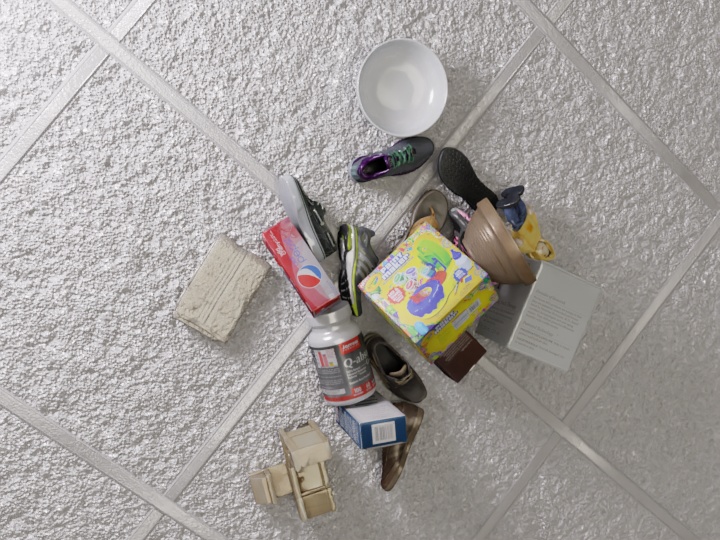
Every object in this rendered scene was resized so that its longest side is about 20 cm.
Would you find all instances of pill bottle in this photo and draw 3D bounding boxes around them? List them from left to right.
[{"bbox_3d":[-0.044,0.173,1.728,0.116,0.116,0.200,-18,102,-14],"label":"pill bottle"}]

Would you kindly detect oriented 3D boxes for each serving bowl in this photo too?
[{"bbox_3d":[0.080,-0.380,1.718,0.200,0.066,0.200,-2,97,-16],"label":"serving bowl"}]

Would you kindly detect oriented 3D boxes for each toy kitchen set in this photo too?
[{"bbox_3d":[-0.139,0.446,1.701,0.163,0.180,0.200,-15,97,-13],"label":"toy kitchen set"}]

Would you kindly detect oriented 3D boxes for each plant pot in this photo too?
[{"bbox_3d":[0.274,-0.043,1.694,0.093,0.201,0.201,-31,106,10],"label":"plant pot"}]

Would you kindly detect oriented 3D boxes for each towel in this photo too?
[{"bbox_3d":[-0.285,0.040,1.683,0.132,0.034,0.200,33,86,-19],"label":"towel"}]

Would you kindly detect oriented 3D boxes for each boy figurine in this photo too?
[{"bbox_3d":[0.370,-0.087,1.828,0.200,0.064,0.124,57,43,-25],"label":"boy figurine"}]

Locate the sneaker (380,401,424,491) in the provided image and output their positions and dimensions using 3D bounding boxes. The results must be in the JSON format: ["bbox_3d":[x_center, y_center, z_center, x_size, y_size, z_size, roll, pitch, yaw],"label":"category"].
[{"bbox_3d":[0.073,0.389,1.828,0.075,0.070,0.200,22,87,1],"label":"sneaker"}]

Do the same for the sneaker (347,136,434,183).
[{"bbox_3d":[0.075,-0.228,1.725,0.200,0.088,0.075,-23,103,-12],"label":"sneaker"}]

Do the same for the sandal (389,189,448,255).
[{"bbox_3d":[0.131,-0.081,1.778,0.082,0.055,0.200,36,86,-18],"label":"sandal"}]

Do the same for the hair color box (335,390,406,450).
[{"bbox_3d":[0.018,0.312,1.720,0.100,0.200,0.061,-6,99,-15],"label":"hair color box"}]

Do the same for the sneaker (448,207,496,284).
[{"bbox_3d":[0.232,-0.041,1.811,0.095,0.079,0.200,-27,103,0],"label":"sneaker"}]

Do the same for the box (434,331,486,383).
[{"bbox_3d":[0.173,0.144,1.813,0.100,0.075,0.200,-46,105,-7],"label":"box"}]

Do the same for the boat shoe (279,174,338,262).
[{"bbox_3d":[-0.107,-0.115,1.704,0.071,0.072,0.200,-30,115,-20],"label":"boat shoe"}]

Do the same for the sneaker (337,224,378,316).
[{"bbox_3d":[0.000,0.000,1.744,0.081,0.074,0.200,-4,100,-20],"label":"sneaker"}]

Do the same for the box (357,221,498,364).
[{"bbox_3d":[0.140,0.045,1.690,0.200,0.193,0.122,-44,147,-5],"label":"box"}]

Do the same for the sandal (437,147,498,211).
[{"bbox_3d":[0.226,-0.191,1.803,0.075,0.048,0.200,-48,120,-7],"label":"sandal"}]

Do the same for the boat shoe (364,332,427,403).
[{"bbox_3d":[0.076,0.223,1.792,0.075,0.073,0.200,-46,107,-6],"label":"boat shoe"}]

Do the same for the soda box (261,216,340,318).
[{"bbox_3d":[-0.120,-0.006,1.664,0.070,0.063,0.200,-33,76,-10],"label":"soda box"}]

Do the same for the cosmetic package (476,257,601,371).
[{"bbox_3d":[0.392,0.090,1.820,0.166,0.167,0.200,22,90,-17],"label":"cosmetic package"}]
